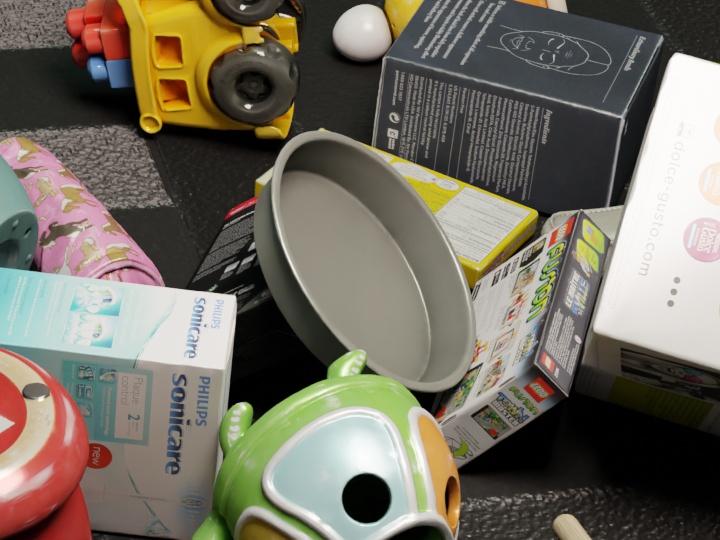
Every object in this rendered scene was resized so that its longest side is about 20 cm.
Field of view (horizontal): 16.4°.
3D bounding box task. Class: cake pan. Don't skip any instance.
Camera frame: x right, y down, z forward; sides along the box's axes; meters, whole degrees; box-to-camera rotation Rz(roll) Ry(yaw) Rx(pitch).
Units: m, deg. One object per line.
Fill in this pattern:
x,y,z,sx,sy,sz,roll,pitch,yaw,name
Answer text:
0.000,0.000,1.700,0.200,0.037,0.201,35,37,-32,cake pan

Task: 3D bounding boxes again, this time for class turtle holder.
-0.024,0.148,1.539,0.185,0.141,0.132,-12,39,-27,turtle holder

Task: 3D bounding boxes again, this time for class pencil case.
-0.214,-0.017,1.788,0.083,0.087,0.200,36,7,-45,pencil case

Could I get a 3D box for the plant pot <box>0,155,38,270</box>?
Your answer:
-0.319,-0.024,1.702,0.161,0.201,0.201,30,39,12,plant pot

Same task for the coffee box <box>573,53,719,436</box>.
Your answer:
0.268,-0.001,1.679,0.197,0.200,0.200,16,76,5,coffee box

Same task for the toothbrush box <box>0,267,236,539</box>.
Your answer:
-0.184,0.085,1.598,0.199,0.147,0.085,7,35,-2,toothbrush box

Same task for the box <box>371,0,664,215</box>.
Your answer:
0.127,-0.136,2.011,0.199,0.107,0.149,15,34,13,box

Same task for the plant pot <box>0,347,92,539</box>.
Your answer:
-0.253,0.154,1.456,0.200,0.183,0.201,3,36,-2,plant pot

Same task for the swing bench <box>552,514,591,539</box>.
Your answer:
0.168,0.269,1.345,0.129,0.200,0.200,1,34,-9,swing bench

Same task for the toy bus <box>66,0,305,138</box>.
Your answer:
-0.143,-0.212,1.991,0.191,0.201,0.136,-1,35,5,toy bus

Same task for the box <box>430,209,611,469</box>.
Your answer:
0.110,0.046,1.743,0.035,0.110,0.200,45,33,-15,box

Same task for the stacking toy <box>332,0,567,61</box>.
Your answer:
0.071,-0.226,2.147,0.199,0.146,0.146,-17,37,-2,stacking toy

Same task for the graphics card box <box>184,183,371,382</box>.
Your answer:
-0.062,0.002,1.770,0.125,0.051,0.200,-23,22,27,graphics card box

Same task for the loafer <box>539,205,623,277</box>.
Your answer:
0.237,-0.034,1.915,0.199,0.070,0.070,-1,35,-11,loafer

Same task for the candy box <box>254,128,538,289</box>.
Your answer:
0.028,-0.050,1.939,0.199,0.026,0.102,22,40,22,candy box
